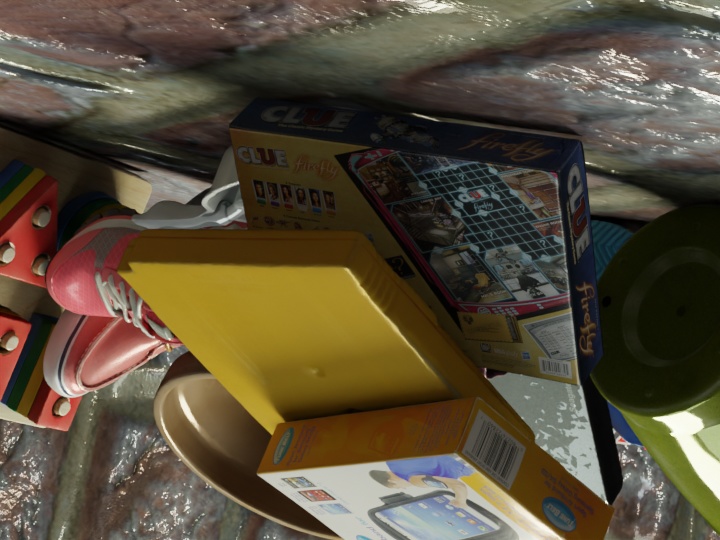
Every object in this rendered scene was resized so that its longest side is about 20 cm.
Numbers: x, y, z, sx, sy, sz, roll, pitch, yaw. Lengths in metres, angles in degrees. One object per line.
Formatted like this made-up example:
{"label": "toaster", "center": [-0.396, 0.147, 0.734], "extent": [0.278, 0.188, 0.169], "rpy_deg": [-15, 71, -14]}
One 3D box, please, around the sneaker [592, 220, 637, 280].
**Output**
{"label": "sneaker", "center": [0.151, 0.004, 1.633], "extent": [0.080, 0.077, 0.199], "rpy_deg": [7, -174, -42]}

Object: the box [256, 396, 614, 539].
{"label": "box", "center": [0.033, 0.126, 1.436], "extent": [0.119, 0.042, 0.199], "rpy_deg": [39, 148, -28]}

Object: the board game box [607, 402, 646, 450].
{"label": "board game box", "center": [0.207, 0.079, 1.823], "extent": [0.199, 0.159, 0.039], "rpy_deg": [16, 135, -36]}

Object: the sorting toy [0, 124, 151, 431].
{"label": "sorting toy", "center": [-0.236, 0.013, 1.783], "extent": [0.069, 0.200, 0.199], "rpy_deg": [26, -176, 37]}

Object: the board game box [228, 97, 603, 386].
{"label": "board game box", "center": [0.030, -0.017, 1.379], "extent": [0.199, 0.136, 0.035], "rpy_deg": [10, -144, 27]}

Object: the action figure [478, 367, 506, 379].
{"label": "action figure", "center": [0.017, -0.011, 1.508], "extent": [0.199, 0.135, 0.149], "rpy_deg": [19, -142, 38]}

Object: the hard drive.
{"label": "hard drive", "center": [0.078, 0.089, 1.755], "extent": [0.199, 0.033, 0.140], "rpy_deg": [6, 127, 30]}

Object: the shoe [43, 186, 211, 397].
{"label": "shoe", "center": [-0.128, 0.026, 1.785], "extent": [0.091, 0.200, 0.072], "rpy_deg": [28, 152, 36]}

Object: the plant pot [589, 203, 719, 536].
{"label": "plant pot", "center": [0.233, 0.058, 1.470], "extent": [0.199, 0.202, 0.193], "rpy_deg": [6, 160, 46]}

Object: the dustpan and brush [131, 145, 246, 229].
{"label": "dustpan and brush", "center": [-0.067, -0.045, 1.614], "extent": [0.199, 0.058, 0.139], "rpy_deg": [8, 173, 37]}

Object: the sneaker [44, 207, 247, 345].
{"label": "sneaker", "center": [-0.134, 0.010, 1.686], "extent": [0.199, 0.087, 0.074], "rpy_deg": [-5, 129, 27]}

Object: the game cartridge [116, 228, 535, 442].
{"label": "game cartridge", "center": [-0.020, 0.043, 1.407], "extent": [0.175, 0.033, 0.200], "rpy_deg": [2, 144, 38]}

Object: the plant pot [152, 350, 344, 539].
{"label": "plant pot", "center": [-0.033, 0.093, 1.723], "extent": [0.199, 0.093, 0.201], "rpy_deg": [18, 150, 11]}
